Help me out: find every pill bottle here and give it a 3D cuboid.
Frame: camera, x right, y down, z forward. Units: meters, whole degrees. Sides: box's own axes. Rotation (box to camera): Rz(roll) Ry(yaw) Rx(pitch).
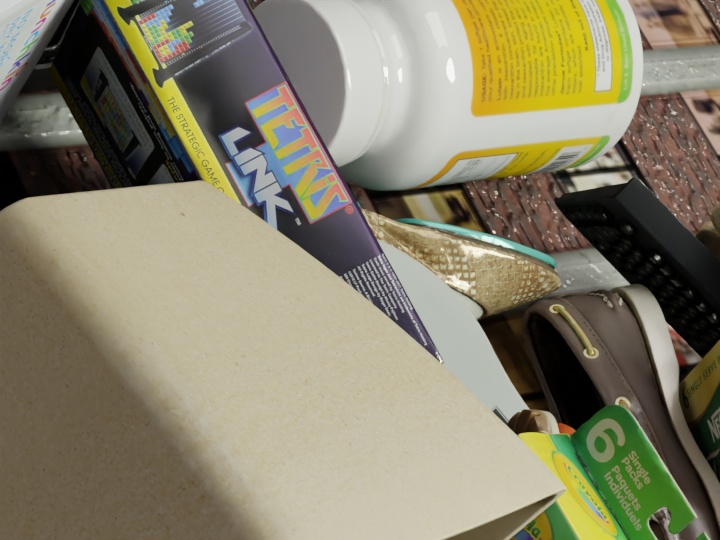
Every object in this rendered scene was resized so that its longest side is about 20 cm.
[{"bbox_3d":[0.036,-0.097,1.272,0.199,0.111,0.111,-8,59,-44],"label":"pill bottle"}]

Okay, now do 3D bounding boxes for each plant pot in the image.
[{"bbox_3d":[-0.083,0.080,0.937,0.177,0.200,0.200,54,25,14],"label":"plant pot"}]

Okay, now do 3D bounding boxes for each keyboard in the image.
[{"bbox_3d":[0.185,0.030,1.241,0.200,0.127,0.021,43,69,-17],"label":"keyboard"}]

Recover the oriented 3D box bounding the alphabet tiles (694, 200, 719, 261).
[{"bbox_3d":[0.235,0.044,1.241,0.195,0.200,0.015,39,71,5],"label":"alphabet tiles"}]

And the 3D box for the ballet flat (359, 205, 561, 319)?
[{"bbox_3d":[0.000,0.000,1.222,0.199,0.070,0.066,17,73,-18],"label":"ballet flat"}]

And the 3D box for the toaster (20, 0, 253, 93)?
[{"bbox_3d":[-0.131,-0.173,1.173,0.180,0.200,0.119,-11,56,-40],"label":"toaster"}]

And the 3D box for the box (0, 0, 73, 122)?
[{"bbox_3d":[-0.220,-0.061,1.015,0.097,0.200,0.176,43,42,6],"label":"box"}]

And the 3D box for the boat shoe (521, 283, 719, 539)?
[{"bbox_3d":[0.127,0.096,1.209,0.059,0.072,0.201,-4,58,-18],"label":"boat shoe"}]

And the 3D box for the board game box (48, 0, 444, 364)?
[{"bbox_3d":[-0.053,-0.026,1.085,0.057,0.165,0.201,-28,89,-14],"label":"board game box"}]

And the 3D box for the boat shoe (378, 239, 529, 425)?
[{"bbox_3d":[0.038,0.077,1.164,0.200,0.064,0.071,53,40,9],"label":"boat shoe"}]

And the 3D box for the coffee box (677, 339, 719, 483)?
[{"bbox_3d":[0.201,0.123,1.165,0.044,0.123,0.201,-11,74,-13],"label":"coffee box"}]

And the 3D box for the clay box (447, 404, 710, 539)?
[{"bbox_3d":[0.049,0.150,1.009,0.048,0.200,0.115,4,49,-55],"label":"clay box"}]

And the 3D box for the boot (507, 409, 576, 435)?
[{"bbox_3d":[0.101,0.156,1.076,0.107,0.075,0.201,-3,90,-18],"label":"boot"}]
